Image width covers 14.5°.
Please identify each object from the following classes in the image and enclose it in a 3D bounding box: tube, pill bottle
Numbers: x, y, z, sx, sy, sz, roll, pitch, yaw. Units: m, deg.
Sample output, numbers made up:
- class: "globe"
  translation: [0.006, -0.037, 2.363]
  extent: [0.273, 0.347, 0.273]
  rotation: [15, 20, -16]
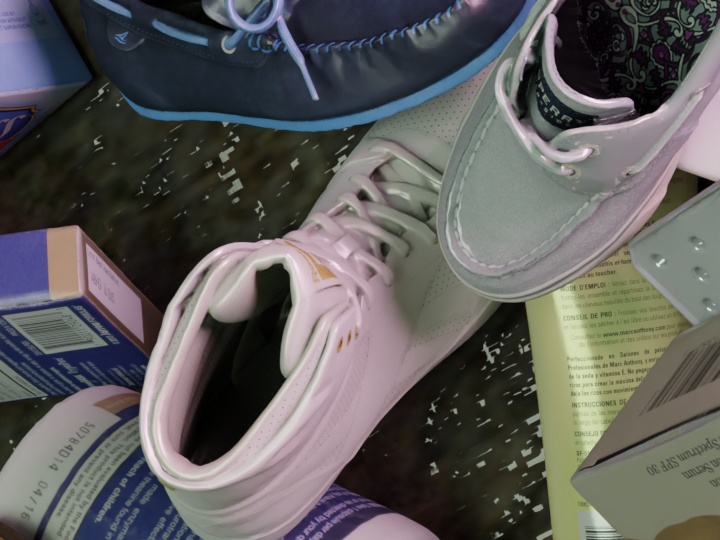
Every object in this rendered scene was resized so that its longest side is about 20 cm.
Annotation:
- class: "tube"
  translation: [0.088, 0.028, 0.967]
  extent: [0.052, 0.058, 0.201]
  rotation: [1, 100, 34]
- class: "pill bottle"
  translation: [-0.034, 0.127, 1.024]
  extent: [0.200, 0.111, 0.111]
  rotation: [23, 110, 27]

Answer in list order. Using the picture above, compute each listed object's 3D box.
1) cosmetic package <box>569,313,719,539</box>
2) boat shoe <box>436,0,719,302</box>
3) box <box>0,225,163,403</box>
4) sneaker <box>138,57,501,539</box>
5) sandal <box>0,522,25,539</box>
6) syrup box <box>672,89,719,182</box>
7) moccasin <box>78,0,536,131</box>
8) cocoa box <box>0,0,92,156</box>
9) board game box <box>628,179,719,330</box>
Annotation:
- class: "cosmetic package"
  translation: [0.172, 0.098, 0.856]
  extent: [0.200, 0.071, 0.105]
  rotation: [45, 149, -7]
- class: "boat shoe"
  translation: [0.073, -0.065, 0.853]
  extent: [0.070, 0.071, 0.201]
  rotation: [47, 123, 16]
- class: "box"
  translation: [-0.181, 0.027, 1.053]
  extent: [0.199, 0.121, 0.033]
  rotation: [-9, 72, 9]
- class: "sneaker"
  translation: [0.000, 0.000, 0.938]
  extent: [0.074, 0.116, 0.200]
  rotation: [32, 81, 13]
- class: "sandal"
  translation: [-0.192, 0.136, 1.034]
  extent: [0.199, 0.054, 0.081]
  rotation: [-5, 101, 34]
- class: "syrup box"
  translation: [0.185, -0.050, 0.876]
  extent: [0.200, 0.081, 0.079]
  rotation: [22, 109, 29]
- class: "moccasin"
  translation: [-0.032, -0.090, 0.980]
  extent: [0.200, 0.081, 0.068]
  rotation: [-5, 129, 41]
- class: "cocoa box"
  translation: [-0.226, -0.083, 1.053]
  extent: [0.131, 0.200, 0.134]
  rotation: [-35, 80, 30]
- class: "board game box"
  translation: [0.200, 0.024, 0.825]
  extent: [0.200, 0.026, 0.200]
  rotation: [43, 149, -5]
